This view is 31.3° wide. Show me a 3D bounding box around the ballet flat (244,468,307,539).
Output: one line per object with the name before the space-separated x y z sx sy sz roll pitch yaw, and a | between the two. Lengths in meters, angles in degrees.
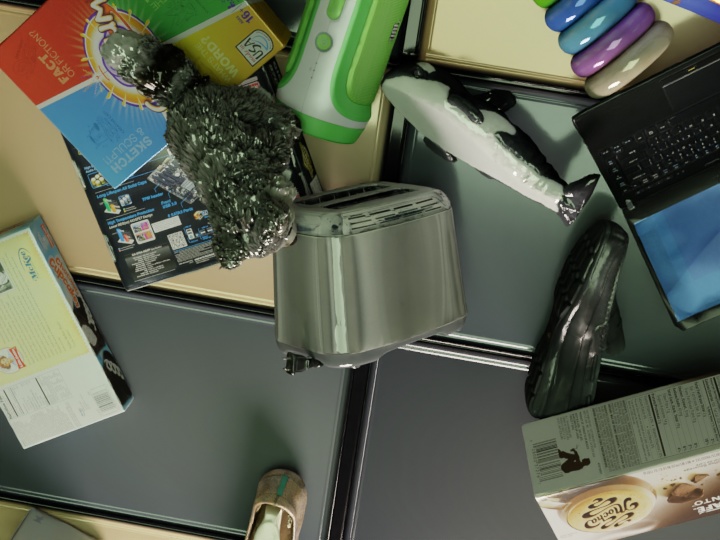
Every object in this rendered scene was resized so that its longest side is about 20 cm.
ballet flat | -0.095 0.292 1.261 0.067 0.067 0.202 8 111 4

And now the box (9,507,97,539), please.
box | -0.344 0.353 1.306 0.094 0.078 0.201 27 111 -3

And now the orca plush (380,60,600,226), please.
orca plush | 0.117 -0.127 1.080 0.199 0.105 0.071 30 71 20

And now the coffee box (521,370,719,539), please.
coffee box | 0.258 0.171 1.148 0.198 0.080 0.113 -17 138 12

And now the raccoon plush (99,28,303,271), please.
raccoon plush | -0.129 -0.084 0.993 0.199 0.135 0.097 24 127 -15

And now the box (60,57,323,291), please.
box | -0.145 -0.085 1.140 0.198 0.046 0.160 -17 107 12

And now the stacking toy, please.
stacking toy | 0.160 -0.239 1.035 0.085 0.085 0.200 -39 96 18

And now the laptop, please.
laptop | 0.298 -0.073 1.058 0.176 0.104 0.200 -26 136 14

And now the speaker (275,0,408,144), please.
speaker | -0.006 -0.210 1.050 0.088 0.089 0.201 19 106 -1

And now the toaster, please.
toaster | 0.000 0.000 1.087 0.113 0.199 0.130 11 110 48

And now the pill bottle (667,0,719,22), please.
pill bottle | 0.263 -0.246 0.946 0.199 0.112 0.113 22 111 1

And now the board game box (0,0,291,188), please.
board game box | -0.179 -0.185 1.048 0.199 0.040 0.153 -36 108 21

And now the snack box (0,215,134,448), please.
snack box | -0.312 0.061 1.217 0.115 0.037 0.201 -20 107 13

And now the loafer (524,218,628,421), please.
loafer | 0.203 0.049 1.141 0.070 0.068 0.202 12 116 -6
